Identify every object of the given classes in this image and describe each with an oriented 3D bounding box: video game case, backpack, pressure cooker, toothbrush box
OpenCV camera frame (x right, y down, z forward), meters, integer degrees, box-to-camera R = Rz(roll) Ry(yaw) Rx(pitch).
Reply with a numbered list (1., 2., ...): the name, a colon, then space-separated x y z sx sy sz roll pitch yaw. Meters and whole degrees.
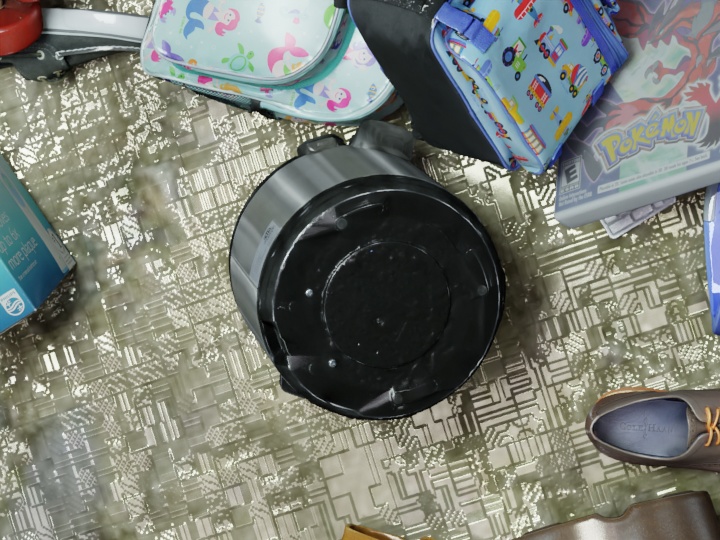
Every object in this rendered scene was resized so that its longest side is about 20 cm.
1. video game case: 0.218 -0.135 1.563 0.200 0.023 0.182 -18 55 41
2. backpack: 0.106 -0.190 1.568 0.134 0.183 0.200 22 67 39
3. backpack: -0.046 -0.194 1.652 0.200 0.151 0.178 18 94 8
4. pressure cooker: -0.002 -0.002 1.620 0.176 0.200 0.179 -31 108 -5
5. toothbrush box: -0.310 -0.049 1.690 0.085 0.146 0.200 -33 98 12

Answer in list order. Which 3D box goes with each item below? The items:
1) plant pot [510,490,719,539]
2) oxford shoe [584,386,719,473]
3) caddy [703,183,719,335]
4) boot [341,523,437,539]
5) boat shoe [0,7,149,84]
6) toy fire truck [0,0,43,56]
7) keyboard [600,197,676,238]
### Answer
1. plant pot: 0.194 0.264 1.581 0.200 0.200 0.199 -16 79 13
2. oxford shoe: 0.256 0.114 1.615 0.200 0.073 0.071 -4 89 13
3. caddy: 0.288 -0.047 1.571 0.105 0.141 0.200 15 93 10
4. boot: 0.058 0.273 1.665 0.201 0.071 0.144 21 98 18
5. boat shoe: -0.245 -0.169 1.740 0.200 0.069 0.057 2 96 20
6. toy fire truck: -0.276 -0.256 1.701 0.200 0.168 0.112 20 135 28
7. keyboard: 0.155 -0.122 1.669 0.056 0.011 0.200 -31 83 12
